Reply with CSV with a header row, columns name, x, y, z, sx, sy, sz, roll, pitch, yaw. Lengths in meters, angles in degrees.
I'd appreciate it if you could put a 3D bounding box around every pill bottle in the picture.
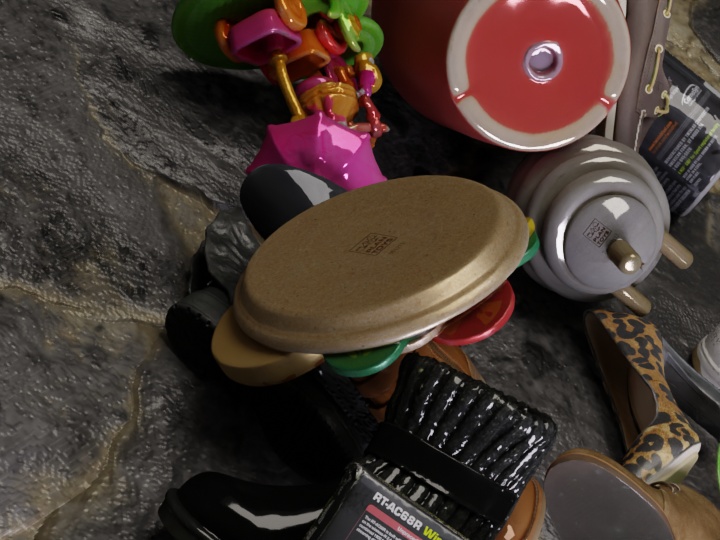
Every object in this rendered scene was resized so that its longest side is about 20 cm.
name,x,y,z,sx,sy,sz,roll,pitch,yaw
pill bottle,0.229,-0.146,1.769,0.200,0.106,0.106,39,36,3

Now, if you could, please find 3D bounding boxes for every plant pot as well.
name,x,y,z,sx,sy,sz,roll,pitch,yaw
plant pot,0.117,-0.182,1.593,0.199,0.201,0.177,23,13,-17

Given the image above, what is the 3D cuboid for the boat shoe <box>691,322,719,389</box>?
name,x,y,z,sx,sy,sz,roll,pitch,yaw
boat shoe,0.359,0.103,1.631,0.199,0.069,0.071,33,34,-6

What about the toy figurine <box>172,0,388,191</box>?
name,x,y,z,sx,sy,sz,roll,pitch,yaw
toy figurine,-0.033,-0.108,1.515,0.200,0.150,0.185,26,44,-57

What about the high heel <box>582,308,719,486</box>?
name,x,y,z,sx,sy,sz,roll,pitch,yaw
high heel,0.184,0.100,1.501,0.142,0.072,0.200,39,34,15

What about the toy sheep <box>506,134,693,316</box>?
name,x,y,z,sx,sy,sz,roll,pitch,yaw
toy sheep,0.178,-0.037,1.586,0.137,0.139,0.200,20,9,-21

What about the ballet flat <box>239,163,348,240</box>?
name,x,y,z,sx,sy,sz,roll,pitch,yaw
ballet flat,0.000,0.000,1.422,0.200,0.073,0.073,37,33,-26

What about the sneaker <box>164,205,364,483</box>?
name,x,y,z,sx,sy,sz,roll,pitch,yaw
sneaker,-0.050,0.050,1.362,0.200,0.060,0.104,42,41,13

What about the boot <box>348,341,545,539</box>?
name,x,y,z,sx,sy,sz,roll,pitch,yaw
boot,0.044,0.095,1.332,0.155,0.076,0.201,46,24,-30

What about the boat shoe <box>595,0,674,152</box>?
name,x,y,z,sx,sy,sz,roll,pitch,yaw
boat shoe,0.225,-0.157,1.683,0.059,0.072,0.202,5,84,-2

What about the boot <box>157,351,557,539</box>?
name,x,y,z,sx,sy,sz,roll,pitch,yaw
boot,-0.001,0.118,1.232,0.210,0.159,0.079,20,8,-19

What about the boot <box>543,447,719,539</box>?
name,x,y,z,sx,sy,sz,roll,pitch,yaw
boot,0.191,0.168,1.388,0.200,0.073,0.076,42,41,-31

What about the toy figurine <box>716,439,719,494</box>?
name,x,y,z,sx,sy,sz,roll,pitch,yaw
toy figurine,0.358,0.179,1.505,0.150,0.201,0.184,22,-2,44

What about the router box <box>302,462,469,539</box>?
name,x,y,z,sx,sy,sz,roll,pitch,yaw
router box,0.036,0.225,1.163,0.199,0.150,0.062,35,-3,-3

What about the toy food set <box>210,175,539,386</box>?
name,x,y,z,sx,sy,sz,roll,pitch,yaw
toy food set,0.014,0.004,1.290,0.200,0.197,0.049,-52,132,-48
